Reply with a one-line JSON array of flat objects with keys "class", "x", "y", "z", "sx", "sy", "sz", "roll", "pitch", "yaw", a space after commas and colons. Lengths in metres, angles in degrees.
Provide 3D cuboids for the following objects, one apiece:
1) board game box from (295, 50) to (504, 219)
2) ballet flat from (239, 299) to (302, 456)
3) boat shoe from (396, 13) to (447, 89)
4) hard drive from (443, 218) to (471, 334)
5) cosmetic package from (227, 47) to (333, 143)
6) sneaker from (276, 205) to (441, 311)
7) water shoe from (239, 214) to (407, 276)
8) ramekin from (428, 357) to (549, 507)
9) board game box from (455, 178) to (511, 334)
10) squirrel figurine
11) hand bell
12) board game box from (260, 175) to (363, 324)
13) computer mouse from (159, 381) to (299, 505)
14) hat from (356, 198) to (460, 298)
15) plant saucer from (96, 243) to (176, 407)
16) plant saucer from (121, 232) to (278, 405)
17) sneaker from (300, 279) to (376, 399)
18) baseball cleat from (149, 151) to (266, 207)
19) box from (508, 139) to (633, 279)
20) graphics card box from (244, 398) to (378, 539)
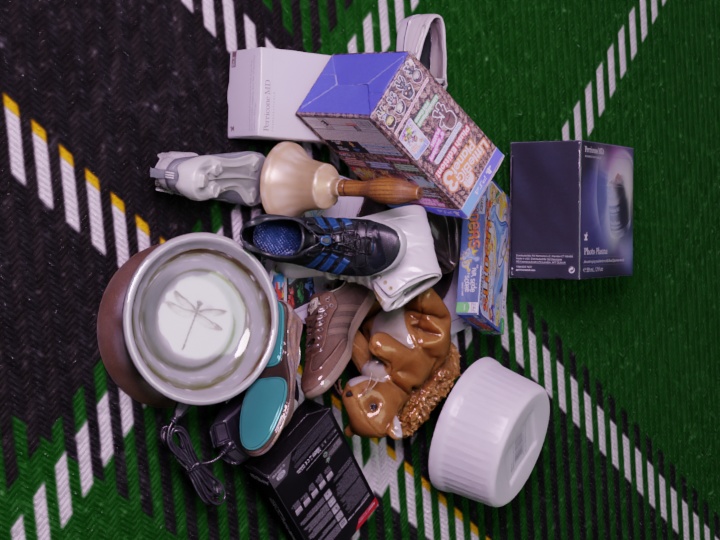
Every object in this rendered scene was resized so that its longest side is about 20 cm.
[{"class": "board game box", "x": 0.049, "y": -0.167, "z": 1.437, "sx": 0.200, "sy": 0.159, "sz": 0.097, "roll": 42, "pitch": 72, "yaw": -35}, {"class": "ballet flat", "x": -0.100, "y": 0.136, "z": 1.434, "sx": 0.067, "sy": 0.068, "sz": 0.202, "roll": 44, "pitch": 50, "yaw": -54}, {"class": "boat shoe", "x": 0.089, "y": -0.255, "z": 1.620, "sx": 0.072, "sy": 0.065, "sz": 0.202, "roll": 7, "pitch": 88, "yaw": -37}, {"class": "hard drive", "x": 0.126, "y": -0.013, "z": 1.682, "sx": 0.131, "sy": 0.027, "sz": 0.202, "roll": -20, "pitch": 103, "yaw": -35}, {"class": "cosmetic package", "x": -0.067, "y": -0.219, "z": 1.492, "sx": 0.199, "sy": 0.081, "sz": 0.114, "roll": -3, "pitch": 96, "yaw": -38}, {"class": "sneaker", "x": 0.000, "y": 0.000, "z": 1.442, "sx": 0.198, "sy": 0.074, "sz": 0.116, "roll": -17, "pitch": 66, "yaw": 1}, {"class": "water shoe", "x": -0.046, "y": -0.028, "z": 1.384, "sx": 0.079, "sy": 0.198, "sz": 0.072, "roll": -14, "pitch": 107, "yaw": -76}, {"class": "ramekin", "x": 0.187, "y": 0.232, "z": 1.644, "sx": 0.200, "sy": 0.097, "sz": 0.202, "roll": -40, "pitch": 141, "yaw": -44}, {"class": "board game box", "x": 0.176, "y": -0.021, "z": 1.649, "sx": 0.135, "sy": 0.034, "sz": 0.202, "roll": 32, "pitch": 60, "yaw": -64}, {"class": "squirrel figurine", "x": 0.053, "y": 0.150, "z": 1.551, "sx": 0.200, "sy": 0.141, "sz": 0.188, "roll": 49, "pitch": 49, "yaw": -41}, {"class": "hand bell", "x": -0.013, "y": -0.098, "z": 1.407, "sx": 0.104, "sy": 0.199, "sz": 0.105, "roll": -17, "pitch": 110, "yaw": -54}, {"class": "board game box", "x": -0.066, "y": -0.031, "z": 1.529, "sx": 0.126, "sy": 0.034, "sz": 0.202, "roll": 16, "pitch": 82, "yaw": -37}, {"class": "computer mouse", "x": -0.168, "y": 0.175, "z": 1.446, "sx": 0.200, "sy": 0.046, "sz": 0.141, "roll": -51, "pitch": 123, "yaw": -29}, {"class": "hat", "x": 0.090, "y": -0.045, "z": 1.584, "sx": 0.199, "sy": 0.081, "sz": 0.203, "roll": 0, "pitch": 89, "yaw": -40}, {"class": "plant saucer", "x": -0.222, "y": 0.067, "z": 1.418, "sx": 0.199, "sy": 0.032, "sz": 0.202, "roll": -1, "pitch": 92, "yaw": -36}, {"class": "plant saucer", "x": -0.194, "y": 0.057, "z": 1.382, "sx": 0.199, "sy": 0.050, "sz": 0.202, "roll": 2, "pitch": 86, "yaw": -32}, {"class": "sneaker", "x": -0.046, "y": 0.072, "z": 1.475, "sx": 0.075, "sy": 0.070, "sz": 0.201, "roll": 40, "pitch": 46, "yaw": -16}, {"class": "baseball cleat", "x": -0.181, "y": -0.120, "z": 1.419, "sx": 0.200, "sy": 0.106, "sz": 0.070, "roll": 2, "pitch": 101, "yaw": -67}, {"class": "box", "x": 0.316, "y": -0.089, "z": 1.735, "sx": 0.199, "sy": 0.122, "sz": 0.200, "roll": -4, "pitch": 94, "yaw": -55}, {"class": "graphics card box", "x": -0.059, "y": 0.278, "z": 1.510, "sx": 0.126, "sy": 0.051, "sz": 0.201, "roll": -46, "pitch": 133, "yaw": -26}]
